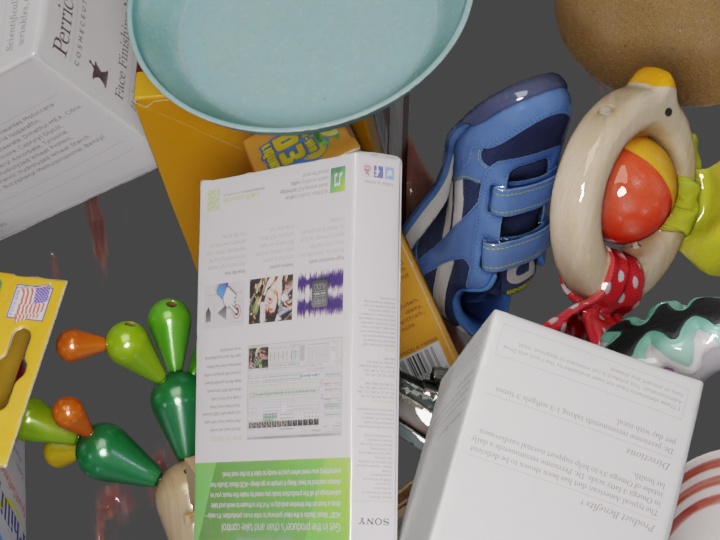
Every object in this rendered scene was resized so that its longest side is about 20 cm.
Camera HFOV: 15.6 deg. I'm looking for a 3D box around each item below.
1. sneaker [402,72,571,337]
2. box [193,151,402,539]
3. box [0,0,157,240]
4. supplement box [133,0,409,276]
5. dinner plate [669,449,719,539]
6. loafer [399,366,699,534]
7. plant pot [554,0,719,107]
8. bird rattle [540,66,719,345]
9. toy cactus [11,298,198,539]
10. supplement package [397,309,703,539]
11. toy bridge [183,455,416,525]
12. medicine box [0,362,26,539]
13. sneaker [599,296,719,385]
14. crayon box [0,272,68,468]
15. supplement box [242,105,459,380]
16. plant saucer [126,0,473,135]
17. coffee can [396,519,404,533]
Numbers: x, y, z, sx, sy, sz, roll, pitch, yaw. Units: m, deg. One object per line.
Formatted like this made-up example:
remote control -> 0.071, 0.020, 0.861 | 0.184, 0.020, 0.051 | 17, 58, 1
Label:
sneaker -> 0.085, -0.038, 1.554 | 0.074, 0.200, 0.082 | -16, 61, -28
box -> -0.034, 0.045, 1.381 | 0.144, 0.036, 0.201 | -7, 79, 53
box -> -0.225, -0.146, 1.668 | 0.199, 0.131, 0.200 | -22, 50, 32
supplement box -> -0.049, -0.131, 1.627 | 0.132, 0.198, 0.201 | -4, 55, 9
dinner plate -> 0.210, 0.195, 1.403 | 0.024, 0.200, 0.201 | -23, 39, 52
loafer -> 0.089, 0.090, 1.422 | 0.199, 0.072, 0.063 | 30, 97, -3
plant pot -> 0.206, -0.237, 1.648 | 0.185, 0.200, 0.187 | -5, 56, 7
bird rattle -> 0.151, -0.027, 1.553 | 0.200, 0.164, 0.112 | -40, 40, -26
toy cactus -> -0.110, 0.101, 1.559 | 0.199, 0.102, 0.166 | -7, 77, -17
supplement package -> 0.080, 0.143, 1.301 | 0.116, 0.117, 0.201 | 20, 67, -5
toy bridge -> -0.008, 0.120, 1.529 | 0.199, 0.068, 0.027 | -14, 26, -16
medicine box -> -0.299, 0.108, 1.576 | 0.181, 0.103, 0.201 | -9, 56, 5
sneaker -> 0.157, 0.107, 1.480 | 0.199, 0.140, 0.078 | -27, 12, 26
crayon box -> -0.271, 0.059, 1.509 | 0.199, 0.052, 0.126 | 6, 58, 15
supplement box -> 0.000, 0.000, 1.524 | 0.068, 0.201, 0.067 | -23, 36, -1
plant saucer -> -0.032, -0.147, 1.491 | 0.199, 0.036, 0.201 | -5, 54, 6
coffee can -> 0.037, 0.234, 1.402 | 0.146, 0.147, 0.200 | 27, 65, 25
